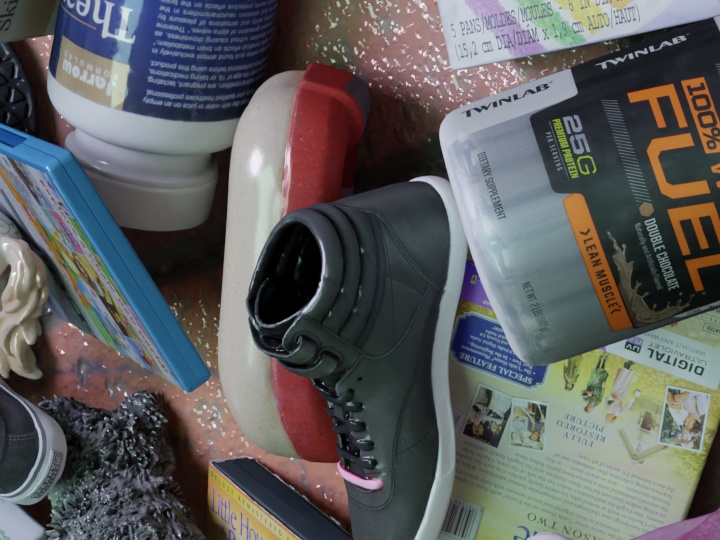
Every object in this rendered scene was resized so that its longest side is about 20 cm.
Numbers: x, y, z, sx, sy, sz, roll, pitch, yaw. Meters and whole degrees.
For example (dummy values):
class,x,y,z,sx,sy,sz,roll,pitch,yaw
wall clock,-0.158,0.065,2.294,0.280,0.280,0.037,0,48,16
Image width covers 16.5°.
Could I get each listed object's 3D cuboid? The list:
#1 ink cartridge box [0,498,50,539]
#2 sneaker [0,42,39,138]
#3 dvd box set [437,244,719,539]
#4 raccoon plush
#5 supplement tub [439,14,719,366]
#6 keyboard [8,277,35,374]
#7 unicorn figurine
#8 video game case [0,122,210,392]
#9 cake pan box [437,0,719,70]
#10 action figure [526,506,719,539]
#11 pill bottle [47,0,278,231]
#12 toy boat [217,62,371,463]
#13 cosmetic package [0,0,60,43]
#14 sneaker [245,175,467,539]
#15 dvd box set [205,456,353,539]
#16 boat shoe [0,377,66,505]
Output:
class,x,y,z,sx,sy,sz,roll,pitch,yaw
ink cartridge box,-0.303,0.171,1.426,0.200,0.200,0.041,36,155,40
sneaker,-0.250,-0.132,1.423,0.200,0.072,0.083,59,165,-3
dvd box set,0.099,0.070,1.207,0.146,0.029,0.200,19,113,11
raccoon plush,-0.107,0.122,1.336,0.200,0.097,0.134,-15,74,50
supplement tub,0.145,-0.043,1.088,0.200,0.123,0.123,-20,90,7
keyboard,-0.247,-0.025,1.413,0.127,0.021,0.200,-12,115,48
unicorn figurine,-0.250,-0.027,1.352,0.200,0.074,0.137,20,135,5
video game case,-0.157,-0.016,1.312,0.143,0.018,0.200,60,163,-24
cake pan box,0.109,-0.198,1.155,0.200,0.052,0.184,-7,95,36
action figure,0.195,0.116,1.145,0.200,0.134,0.149,-52,28,-2
pill bottle,-0.101,-0.127,1.279,0.111,0.111,0.200,24,114,28
toy boat,0.000,0.000,1.254,0.131,0.131,0.200,6,107,3
cosmetic package,-0.204,-0.177,1.282,0.087,0.200,0.103,33,119,25
sneaker,-0.009,0.055,1.169,0.071,0.099,0.200,17,106,54
dvd box set,-0.045,0.217,1.341,0.146,0.029,0.200,29,120,58
boat shoe,-0.241,0.077,1.390,0.200,0.066,0.070,30,94,49
